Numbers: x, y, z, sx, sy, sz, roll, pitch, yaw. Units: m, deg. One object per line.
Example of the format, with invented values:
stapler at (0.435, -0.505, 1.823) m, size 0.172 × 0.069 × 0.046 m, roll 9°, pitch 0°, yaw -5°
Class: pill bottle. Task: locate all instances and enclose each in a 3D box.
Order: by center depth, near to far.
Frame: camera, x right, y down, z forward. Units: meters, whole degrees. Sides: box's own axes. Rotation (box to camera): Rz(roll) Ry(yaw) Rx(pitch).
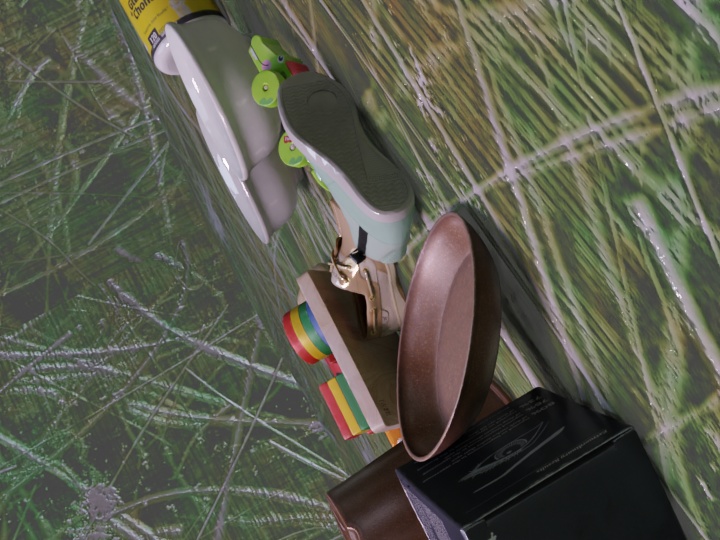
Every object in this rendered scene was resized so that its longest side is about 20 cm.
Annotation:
pill bottle at (-0.263, -0.369, 1.755) m, size 0.201 × 0.111 × 0.112 m, roll 59°, pitch 171°, yaw 17°

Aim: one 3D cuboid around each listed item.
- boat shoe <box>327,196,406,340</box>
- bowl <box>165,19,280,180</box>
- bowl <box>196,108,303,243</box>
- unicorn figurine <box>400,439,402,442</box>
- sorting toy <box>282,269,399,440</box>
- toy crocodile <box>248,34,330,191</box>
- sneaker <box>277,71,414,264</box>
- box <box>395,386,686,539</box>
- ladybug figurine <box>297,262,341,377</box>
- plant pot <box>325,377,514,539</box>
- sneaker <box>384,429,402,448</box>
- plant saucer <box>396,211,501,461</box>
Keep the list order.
boat shoe at (0.000, 0.000, 1.481) m, size 0.074 × 0.069 × 0.201 m, roll 49°, pitch 165°, yaw 56°
bowl at (-0.146, -0.216, 1.560) m, size 0.202 × 0.090 × 0.201 m, roll 60°, pitch 171°, yaw 15°
bowl at (-0.137, -0.145, 1.774) m, size 0.202 × 0.090 × 0.201 m, roll 59°, pitch 170°, yaw 16°
unicorn figurine at (0.111, 0.211, 1.523) m, size 0.200 × 0.074 × 0.137 m, roll 48°, pitch 177°, yaw -22°
sorting toy at (-0.009, 0.106, 1.580) m, size 0.200 × 0.069 × 0.200 m, roll 63°, pitch -163°, yaw 12°
toy crocodile at (-0.058, -0.163, 1.362) m, size 0.067 × 0.062 × 0.201 m, roll 8°, pitch -129°, yaw -55°
sneaker at (-0.018, -0.092, 1.269) m, size 0.201 × 0.073 × 0.119 m, roll 55°, pitch 163°, yaw 28°
box at (0.130, 0.180, 1.005) m, size 0.105 × 0.147 × 0.200 m, roll 63°, pitch 172°, yaw -9°
ladybug figurine at (-0.033, 0.089, 1.944) m, size 0.201 × 0.071 × 0.136 m, roll 62°, pitch 171°, yaw -3°
plant pot at (0.085, 0.237, 1.289) m, size 0.201 × 0.197 × 0.200 m, roll 59°, pitch 172°, yaw 14°
sneaker at (0.051, 0.174, 1.727) m, size 0.077 × 0.077 × 0.202 m, roll -94°, pitch -12°, yaw -65°
plant saucer at (0.073, 0.055, 1.071) m, size 0.200 × 0.036 × 0.203 m, roll -171°, pitch 90°, yaw -76°
